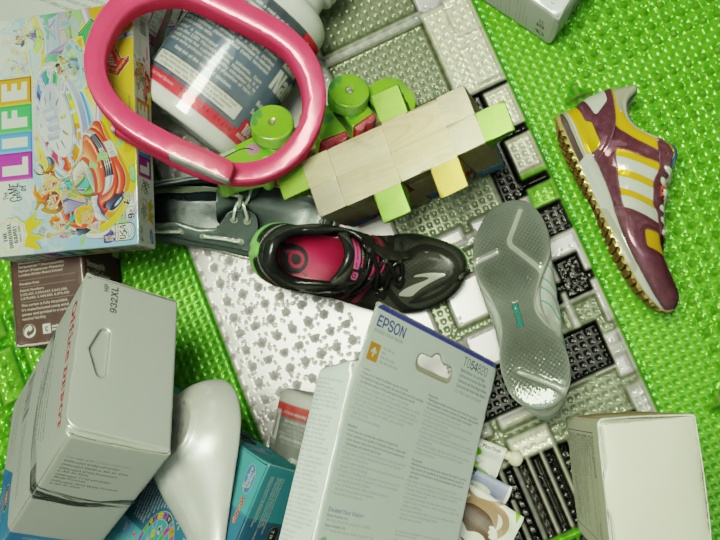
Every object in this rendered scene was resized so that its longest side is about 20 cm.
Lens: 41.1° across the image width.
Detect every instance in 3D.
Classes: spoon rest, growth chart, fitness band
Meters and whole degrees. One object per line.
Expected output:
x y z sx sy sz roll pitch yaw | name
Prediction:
-0.133 0.176 0.741 0.098 0.060 0.203 -27 43 33 | spoon rest
0.074 0.237 0.851 0.142 0.018 0.204 14 86 7 | growth chart
-0.123 -0.151 0.774 0.197 0.037 0.146 26 77 -3 | fitness band

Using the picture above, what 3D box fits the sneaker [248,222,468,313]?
0.000 0.000 0.843 0.196 0.084 0.078 3 94 -8 | sneaker

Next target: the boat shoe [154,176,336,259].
-0.120 -0.051 0.883 0.196 0.062 0.074 3 82 6 | boat shoe

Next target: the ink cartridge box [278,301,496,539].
0.028 0.146 0.761 0.040 0.199 0.204 7 75 39 | ink cartridge box

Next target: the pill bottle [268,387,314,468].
-0.035 0.211 0.817 0.112 0.114 0.204 11 85 7 | pill bottle

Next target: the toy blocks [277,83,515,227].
0.042 -0.091 0.839 0.197 0.137 0.102 -23 82 14 | toy blocks

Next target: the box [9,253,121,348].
-0.270 -0.032 0.879 0.073 0.100 0.204 -9 83 5 | box

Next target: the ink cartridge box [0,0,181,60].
-0.251 -0.264 0.911 0.142 0.085 0.203 21 85 8 | ink cartridge box

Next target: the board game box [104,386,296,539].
-0.148 0.198 0.809 0.198 0.047 0.153 22 87 46 | board game box

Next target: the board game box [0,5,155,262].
-0.243 -0.115 0.810 0.132 0.034 0.204 -5 83 12 | board game box

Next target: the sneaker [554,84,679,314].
0.247 -0.065 0.839 0.089 0.075 0.203 -25 82 8 | sneaker

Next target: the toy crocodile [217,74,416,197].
-0.040 -0.117 0.856 0.198 0.068 0.062 -27 63 -20 | toy crocodile

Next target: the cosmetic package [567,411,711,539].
0.211 0.164 0.752 0.070 0.200 0.108 -5 83 5 | cosmetic package

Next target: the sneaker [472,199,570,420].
0.142 0.035 0.845 0.069 0.080 0.204 -10 63 12 | sneaker

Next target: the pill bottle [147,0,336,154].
-0.101 -0.210 0.870 0.119 0.120 0.201 35 88 9 | pill bottle

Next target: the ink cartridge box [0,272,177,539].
-0.224 0.126 0.783 0.083 0.200 0.147 17 45 -26 | ink cartridge box

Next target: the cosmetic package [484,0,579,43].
0.124 -0.312 0.883 0.198 0.074 0.102 35 87 8 | cosmetic package
